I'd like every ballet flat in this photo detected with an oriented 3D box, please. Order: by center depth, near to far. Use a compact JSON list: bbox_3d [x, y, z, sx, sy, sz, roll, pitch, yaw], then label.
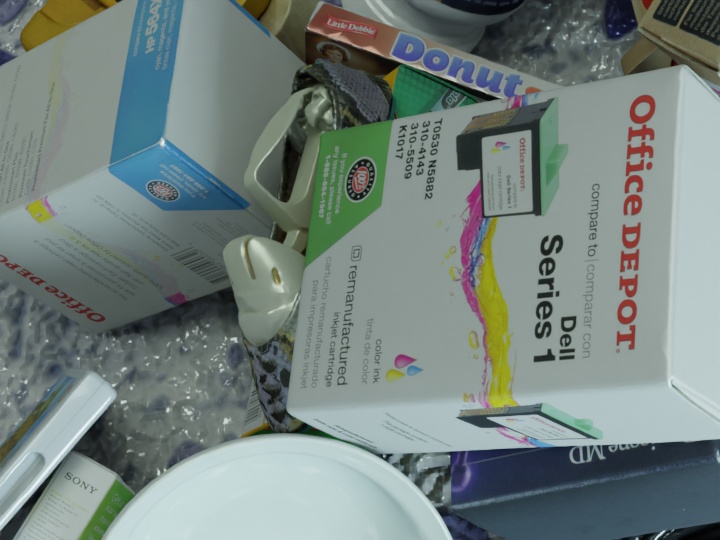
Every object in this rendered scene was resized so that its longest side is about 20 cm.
[{"bbox_3d":[-0.036,-0.019,0.793,0.071,0.072,0.203,7,71,17],"label":"ballet flat"}]

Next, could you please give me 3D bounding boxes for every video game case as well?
[{"bbox_3d":[-0.205,0.127,0.825,0.022,0.200,0.182,42,79,-8],"label":"video game case"}]

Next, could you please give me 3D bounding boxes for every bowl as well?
[{"bbox_3d":[-0.050,0.169,0.789,0.198,0.090,0.204,-2,103,-11],"label":"bowl"}]

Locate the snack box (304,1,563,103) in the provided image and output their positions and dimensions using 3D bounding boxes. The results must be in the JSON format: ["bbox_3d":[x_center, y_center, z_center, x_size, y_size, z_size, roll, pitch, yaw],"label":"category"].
[{"bbox_3d":[0.063,-0.099,0.895,0.198,0.072,0.025,21,69,7],"label":"snack box"}]

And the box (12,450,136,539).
[{"bbox_3d":[-0.167,0.206,0.794,0.036,0.145,0.201,26,73,22],"label":"box"}]

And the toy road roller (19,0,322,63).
[{"bbox_3d":[-0.123,-0.158,0.977,0.200,0.123,0.147,41,94,28],"label":"toy road roller"}]

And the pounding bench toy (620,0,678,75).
[{"bbox_3d":[0.238,-0.198,0.836,0.123,0.200,0.158,9,58,-30],"label":"pounding bench toy"}]

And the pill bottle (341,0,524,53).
[{"bbox_3d":[0.069,-0.218,0.899,0.114,0.201,0.117,16,47,-18],"label":"pill bottle"}]

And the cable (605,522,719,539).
[{"bbox_3d":[0.186,0.186,0.766,0.198,0.051,0.164,26,73,24],"label":"cable"}]

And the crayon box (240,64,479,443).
[{"bbox_3d":[0.000,0.000,0.860,0.058,0.118,0.203,22,65,-23],"label":"crayon box"}]

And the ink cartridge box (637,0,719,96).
[{"bbox_3d":[0.256,-0.132,0.754,0.166,0.199,0.075,-57,36,7],"label":"ink cartridge box"}]

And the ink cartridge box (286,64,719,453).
[{"bbox_3d":[0.074,0.001,0.703,0.198,0.084,0.147,-7,67,35],"label":"ink cartridge box"}]

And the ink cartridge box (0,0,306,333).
[{"bbox_3d":[-0.137,-0.060,0.892,0.198,0.128,0.127,-18,52,32],"label":"ink cartridge box"}]

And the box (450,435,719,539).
[{"bbox_3d":[0.128,0.027,0.776,0.147,0.104,0.203,-18,61,32],"label":"box"}]
